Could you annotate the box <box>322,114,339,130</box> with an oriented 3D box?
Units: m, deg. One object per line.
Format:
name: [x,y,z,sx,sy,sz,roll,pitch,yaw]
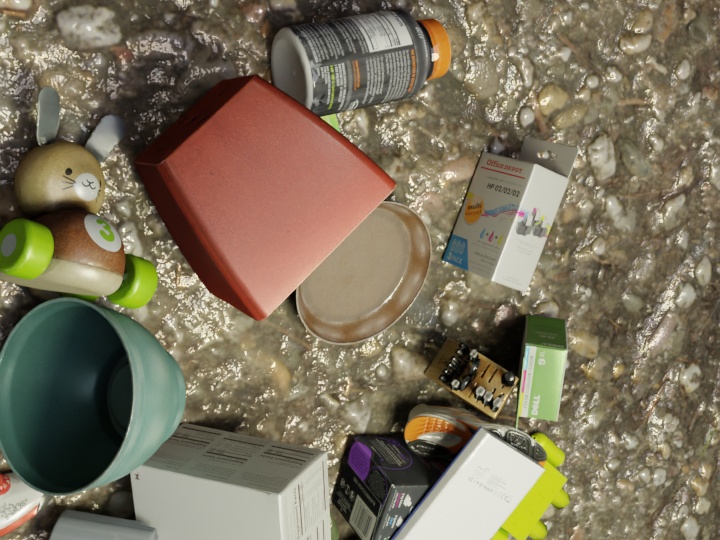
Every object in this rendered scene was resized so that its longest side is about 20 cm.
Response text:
box: [-0.104,-0.096,1.159,0.200,0.036,0.145,-26,116,-24]

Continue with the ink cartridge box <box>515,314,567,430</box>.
ink cartridge box: [0.248,0.139,1.345,0.059,0.200,0.104,8,104,9]

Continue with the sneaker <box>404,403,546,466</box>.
sneaker: [0.158,0.222,1.340,0.200,0.092,0.076,18,107,-4]

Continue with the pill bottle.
pill bottle: [0.006,-0.243,1.138,0.200,0.106,0.106,-16,112,-26]

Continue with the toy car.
toy car: [-0.295,-0.077,0.996,0.164,0.158,0.200,23,75,-52]

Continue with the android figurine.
android figurine: [0.236,0.330,1.481,0.200,0.041,0.182,40,83,-33]

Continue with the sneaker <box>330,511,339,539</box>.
sneaker: [-0.075,0.312,1.263,0.067,0.090,0.200,-39,120,-16]

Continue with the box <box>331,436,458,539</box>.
box: [0.083,0.301,1.328,0.200,0.122,0.106,7,110,-31]

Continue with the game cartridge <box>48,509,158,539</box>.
game cartridge: [-0.302,0.376,1.138,0.133,0.042,0.200,6,111,3]

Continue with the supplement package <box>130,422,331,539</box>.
supplement package: [-0.148,0.283,1.133,0.111,0.200,0.156,-33,125,-59]

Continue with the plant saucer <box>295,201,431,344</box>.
plant saucer: [0.000,0.000,1.230,0.200,0.032,0.200,-19,126,-28]

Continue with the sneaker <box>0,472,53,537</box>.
sneaker: [-0.433,0.240,1.046,0.201,0.067,0.108,-26,118,-19]

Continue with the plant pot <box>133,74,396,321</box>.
plant pot: [-0.120,-0.092,1.026,0.200,0.200,0.176,-46,112,-12]

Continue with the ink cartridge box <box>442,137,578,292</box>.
ink cartridge box: [0.196,-0.085,1.291,0.068,0.115,0.200,18,94,-33]

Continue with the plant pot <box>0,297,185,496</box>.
plant pot: [-0.274,0.135,1.052,0.134,0.200,0.201,14,98,-60]

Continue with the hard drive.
hard drive: [0.137,0.308,1.268,0.132,0.025,0.200,35,94,-36]

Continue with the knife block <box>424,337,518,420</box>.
knife block: [0.178,0.162,1.316,0.200,0.176,0.064,36,85,-33]
